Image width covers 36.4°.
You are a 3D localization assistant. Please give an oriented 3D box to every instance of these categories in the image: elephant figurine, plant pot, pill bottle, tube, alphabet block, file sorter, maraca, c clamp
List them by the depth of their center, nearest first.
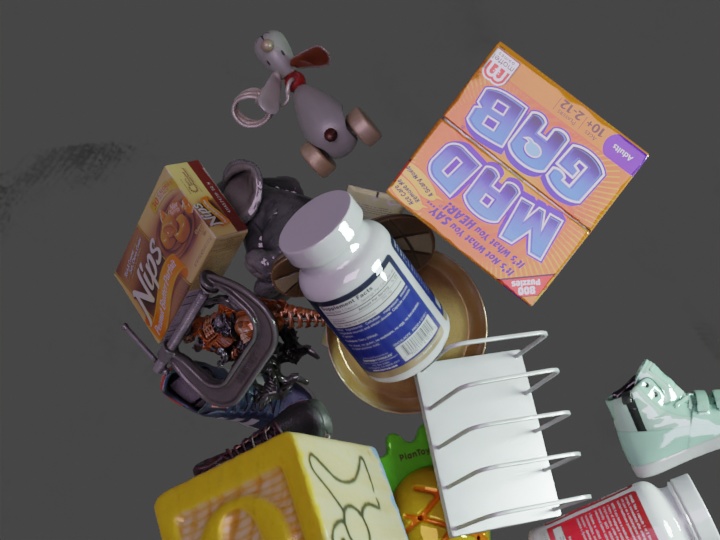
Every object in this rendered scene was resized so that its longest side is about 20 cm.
[{"bbox_3d":[0.004,0.017,1.193,0.115,0.116,0.200,-33,119,7],"label":"pill bottle"},{"bbox_3d":[-0.075,0.305,1.196,0.195,0.200,0.197,-30,65,18],"label":"alphabet block"},{"bbox_3d":[0.160,0.179,1.231,0.137,0.125,0.202,-6,71,-18],"label":"file sorter"},{"bbox_3d":[0.303,0.313,1.257,0.199,0.112,0.113,-26,85,8],"label":"pill bottle"},{"bbox_3d":[-0.184,0.074,1.267,0.171,0.027,0.200,47,126,6],"label":"c clamp"},{"bbox_3d":[0.084,0.285,1.296,0.136,0.107,0.202,-12,80,-24],"label":"maraca"},{"bbox_3d":[0.054,0.070,1.318,0.198,0.027,0.202,0,89,-12],"label":"plant pot"},{"bbox_3d":[-0.131,-0.071,1.333,0.155,0.142,0.200,-32,66,-21],"label":"elephant figurine"},{"bbox_3d":[0.000,0.000,1.346,0.058,0.052,0.202,13,88,-28],"label":"tube"}]

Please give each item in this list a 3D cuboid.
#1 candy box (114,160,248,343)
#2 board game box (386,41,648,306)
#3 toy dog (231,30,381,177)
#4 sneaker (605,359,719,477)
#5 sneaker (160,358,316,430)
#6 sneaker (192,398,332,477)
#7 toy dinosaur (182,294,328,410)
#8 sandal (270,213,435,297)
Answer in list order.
[{"bbox_3d":[-0.219,-0.020,1.314,0.116,0.055,0.200,53,133,21],"label":"candy box"},{"bbox_3d":[0.177,-0.100,1.238,0.199,0.200,0.200,38,95,8],"label":"board game box"},{"bbox_3d":[-0.068,-0.205,1.332,0.199,0.096,0.133,32,94,8],"label":"toy dog"},{"bbox_3d":[0.383,0.146,1.262,0.199,0.074,0.119,-28,91,10],"label":"sneaker"},{"bbox_3d":[-0.154,0.158,1.348,0.198,0.084,0.076,9,91,9],"label":"sneaker"},{"bbox_3d":[-0.125,0.226,1.294,0.200,0.115,0.076,-42,70,32],"label":"sneaker"},{"bbox_3d":[-0.121,0.080,1.287,0.102,0.199,0.136,-48,122,-29],"label":"toy dinosaur"},{"bbox_3d":[-0.011,-0.024,1.268,0.198,0.054,0.081,-15,121,-9],"label":"sandal"}]
